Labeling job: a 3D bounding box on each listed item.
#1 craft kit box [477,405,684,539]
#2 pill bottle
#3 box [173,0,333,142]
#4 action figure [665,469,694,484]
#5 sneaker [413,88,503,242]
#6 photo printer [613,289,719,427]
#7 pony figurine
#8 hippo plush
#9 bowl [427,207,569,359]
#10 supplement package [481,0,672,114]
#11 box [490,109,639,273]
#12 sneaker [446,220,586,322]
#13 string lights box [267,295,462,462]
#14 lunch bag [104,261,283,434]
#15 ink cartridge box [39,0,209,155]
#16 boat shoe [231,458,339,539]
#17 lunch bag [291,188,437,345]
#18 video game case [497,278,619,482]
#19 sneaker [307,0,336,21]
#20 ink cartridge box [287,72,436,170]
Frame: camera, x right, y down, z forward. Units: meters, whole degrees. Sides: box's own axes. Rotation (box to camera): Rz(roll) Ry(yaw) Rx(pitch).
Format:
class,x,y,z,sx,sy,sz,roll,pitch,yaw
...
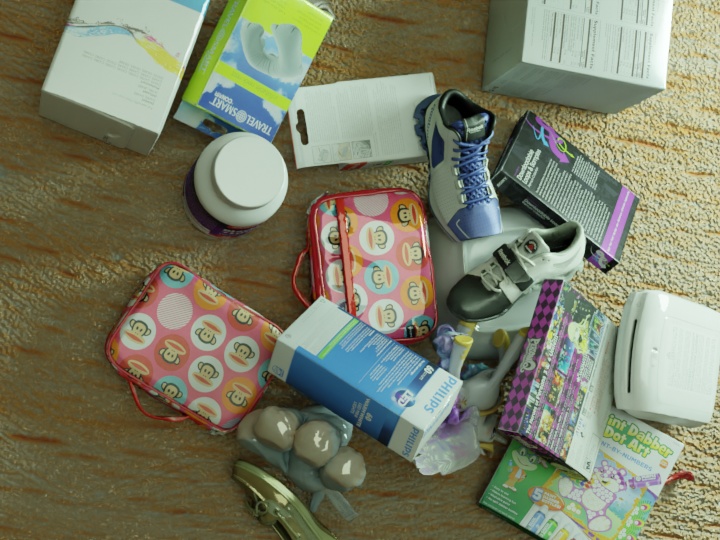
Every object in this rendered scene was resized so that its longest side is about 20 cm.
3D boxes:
class,x,y,z,sx,sy,sz,roll,pitch,yaw
craft kit box,0.284,0.265,1.694,0.200,0.049,0.198,28,75,10
pill bottle,-0.148,-0.103,1.566,0.111,0.200,0.112,1,85,-14
box,-0.131,-0.249,1.601,0.122,0.048,0.201,25,92,-37
action figure,0.346,0.293,1.738,0.199,0.052,0.066,-23,94,-13
sneaker,0.126,-0.138,1.626,0.080,0.115,0.200,-15,83,-16
photo printer,0.396,0.115,1.705,0.200,0.069,0.167,14,81,-50
pony figurine,0.121,0.160,1.631,0.192,0.167,0.201,-5,120,-30
hippo plush,-0.030,0.181,1.577,0.200,0.159,0.161,48,59,-32
bowl,0.186,0.014,1.709,0.199,0.075,0.201,-5,87,-16
supplement package,0.282,-0.307,1.721,0.199,0.152,0.151,8,82,-14
box,0.271,-0.105,1.727,0.200,0.036,0.143,39,45,-9
sneaker,0.192,-0.009,1.619,0.200,0.089,0.074,-27,58,-20
string lights box,0.005,0.122,1.514,0.200,0.059,0.103,31,42,14
lunch bag,-0.205,0.105,1.594,0.200,0.082,0.176,35,78,-10
ink cartridge box,-0.282,-0.264,1.574,0.146,0.147,0.201,20,80,-12
boat shoe,-0.092,0.315,1.611,0.063,0.073,0.201,-47,104,-18
lunch bag,0.000,0.000,1.654,0.175,0.082,0.201,-6,85,-11
video game case,0.256,0.137,1.626,0.181,0.036,0.201,36,67,-43
sneaker,-0.109,-0.283,1.661,0.075,0.070,0.200,41,77,-9
ink cartridge box,0.002,-0.189,1.691,0.199,0.050,0.109,-8,87,-14
